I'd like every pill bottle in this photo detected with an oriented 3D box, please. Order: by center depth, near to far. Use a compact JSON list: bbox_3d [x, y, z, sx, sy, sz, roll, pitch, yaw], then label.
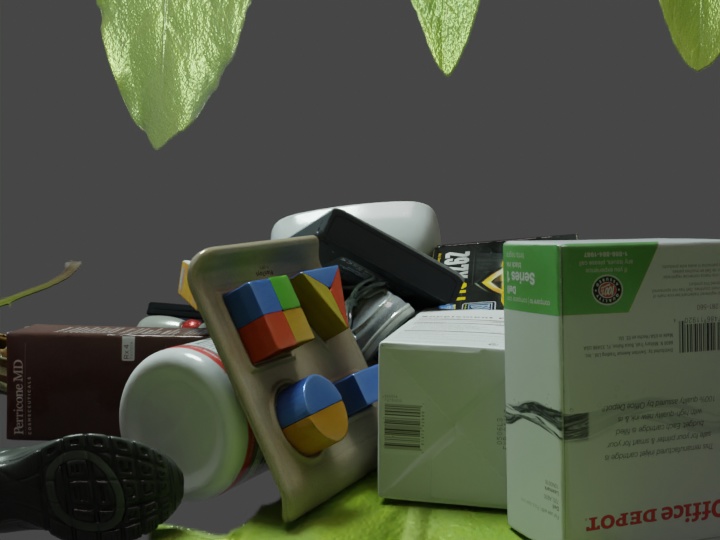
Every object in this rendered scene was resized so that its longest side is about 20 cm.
[{"bbox_3d":[-0.092,0.107,0.811,0.115,0.117,0.200,3,6,27],"label":"pill bottle"}]

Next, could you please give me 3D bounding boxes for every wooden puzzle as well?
[{"bbox_3d":[-0.036,0.069,0.764,0.046,0.201,0.185,-23,-6,26],"label":"wooden puzzle"}]

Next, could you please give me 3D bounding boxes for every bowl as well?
[{"bbox_3d":[-0.001,0.019,1.143,0.198,0.201,0.075,-6,48,2],"label":"bowl"}]

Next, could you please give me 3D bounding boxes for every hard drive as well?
[{"bbox_3d":[0.000,0.000,0.971,0.139,0.033,0.200,28,-15,-13],"label":"hard drive"}]

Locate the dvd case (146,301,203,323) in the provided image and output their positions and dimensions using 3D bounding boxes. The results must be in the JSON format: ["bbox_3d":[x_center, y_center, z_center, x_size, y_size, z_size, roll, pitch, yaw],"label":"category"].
[{"bbox_3d":[-0.138,0.080,1.173,0.142,0.018,0.200,3,-19,28],"label":"dvd case"}]

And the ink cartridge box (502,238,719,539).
[{"bbox_3d":[0.177,0.080,0.674,0.145,0.202,0.084,-1,3,-21],"label":"ink cartridge box"}]

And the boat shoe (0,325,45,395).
[{"bbox_3d":[-0.362,0.099,1.090,0.198,0.075,0.076,2,6,16],"label":"boat shoe"}]

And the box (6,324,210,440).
[{"bbox_3d":[-0.218,0.103,0.913,0.198,0.101,0.075,0,2,5],"label":"box"}]

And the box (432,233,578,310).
[{"bbox_3d":[0.148,0.031,1.003,0.158,0.050,0.200,-6,26,12],"label":"box"}]

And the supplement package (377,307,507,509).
[{"bbox_3d":[0.091,0.103,0.814,0.119,0.122,0.200,1,5,14],"label":"supplement package"}]

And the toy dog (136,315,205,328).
[{"bbox_3d":[-0.155,0.100,1.049,0.131,0.097,0.199,26,-22,-35],"label":"toy dog"}]

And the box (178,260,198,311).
[{"bbox_3d":[-0.112,0.020,0.976,0.118,0.042,0.200,9,0,-16],"label":"box"}]

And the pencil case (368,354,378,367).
[{"bbox_3d":[0.085,0.103,1.036,0.199,0.078,0.089,-4,-14,-40],"label":"pencil case"}]

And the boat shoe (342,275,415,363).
[{"bbox_3d":[-0.008,0.043,0.927,0.074,0.065,0.202,-45,9,-10],"label":"boat shoe"}]

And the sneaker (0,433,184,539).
[{"bbox_3d":[-0.221,0.145,0.675,0.198,0.077,0.091,1,-2,-12],"label":"sneaker"}]
